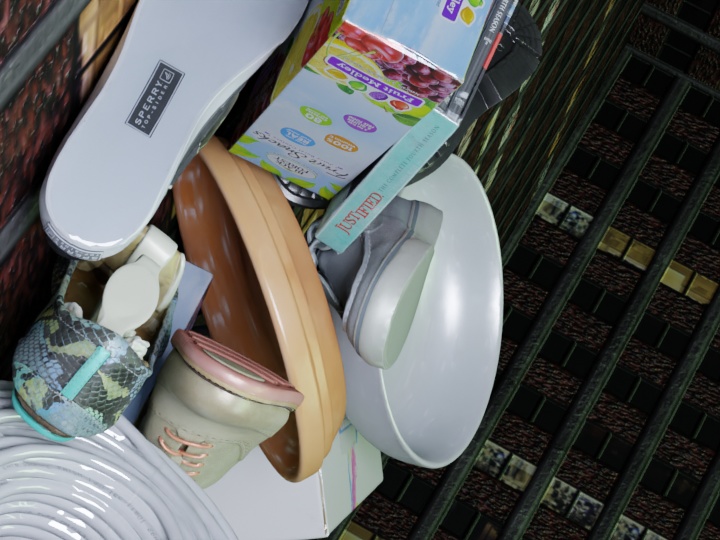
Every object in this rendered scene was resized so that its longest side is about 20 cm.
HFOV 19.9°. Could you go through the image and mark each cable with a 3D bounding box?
[{"bbox_3d":[-0.140,0.137,0.915,0.069,0.200,0.200,-52,178,29],"label":"cable"}]

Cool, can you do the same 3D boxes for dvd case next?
[{"bbox_3d":[0.046,-0.116,1.053,0.146,0.022,0.200,-46,-165,56],"label":"dvd case"}]

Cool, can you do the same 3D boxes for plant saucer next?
[{"bbox_3d":[-0.054,0.016,1.122,0.037,0.201,0.200,-18,157,-14],"label":"plant saucer"}]

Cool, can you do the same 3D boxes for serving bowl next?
[{"bbox_3d":[0.025,0.024,1.311,0.200,0.066,0.201,-4,95,-63],"label":"serving bowl"}]

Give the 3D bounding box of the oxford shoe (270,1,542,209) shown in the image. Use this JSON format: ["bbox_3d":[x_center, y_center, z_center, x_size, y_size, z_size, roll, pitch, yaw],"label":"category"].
[{"bbox_3d":[0.016,-0.084,1.165,0.200,0.073,0.084,-32,-177,-35],"label":"oxford shoe"}]

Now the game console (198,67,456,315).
[{"bbox_3d":[-0.021,-0.058,1.291,0.173,0.118,0.200,-60,172,-30],"label":"game console"}]

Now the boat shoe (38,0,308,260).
[{"bbox_3d":[-0.089,-0.087,0.970,0.200,0.070,0.066,-63,-169,-17],"label":"boat shoe"}]

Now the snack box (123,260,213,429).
[{"bbox_3d":[-0.154,0.098,1.113,0.200,0.053,0.142,-63,-177,-28],"label":"snack box"}]

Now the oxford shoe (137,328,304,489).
[{"bbox_3d":[-0.076,0.078,1.016,0.074,0.071,0.200,-61,179,-10],"label":"oxford shoe"}]

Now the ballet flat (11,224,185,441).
[{"bbox_3d":[-0.114,0.014,0.987,0.200,0.074,0.074,-87,-160,-65],"label":"ballet flat"}]

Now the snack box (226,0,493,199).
[{"bbox_3d":[0.016,-0.143,0.988,0.169,0.068,0.200,-68,-167,-19],"label":"snack box"}]

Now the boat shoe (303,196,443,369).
[{"bbox_3d":[0.000,-0.001,1.120,0.201,0.071,0.070,-68,175,-75],"label":"boat shoe"}]

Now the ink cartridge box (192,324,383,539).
[{"bbox_3d":[-0.072,0.102,1.326,0.200,0.128,0.126,-26,109,-76],"label":"ink cartridge box"}]
